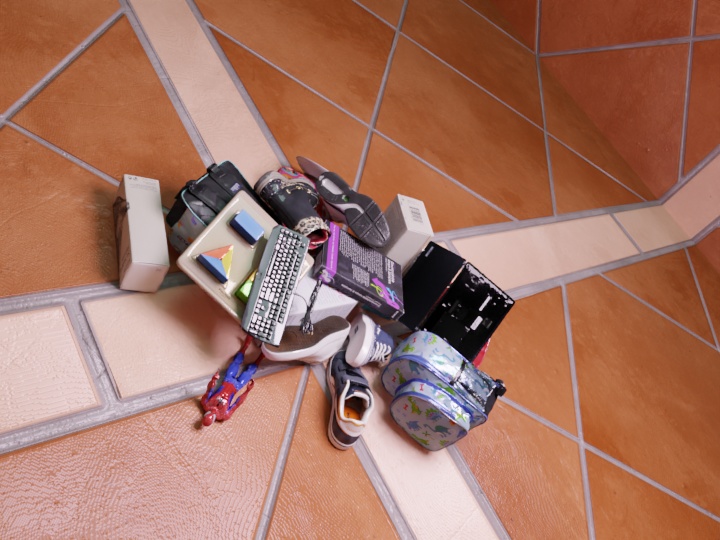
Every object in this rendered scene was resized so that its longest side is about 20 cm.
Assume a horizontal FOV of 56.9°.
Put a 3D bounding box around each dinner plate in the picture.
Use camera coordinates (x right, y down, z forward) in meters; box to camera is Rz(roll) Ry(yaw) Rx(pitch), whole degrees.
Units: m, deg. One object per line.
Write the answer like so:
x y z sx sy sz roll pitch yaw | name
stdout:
-0.070 -0.196 1.524 0.198 0.025 0.200 34 -2 1 | dinner plate

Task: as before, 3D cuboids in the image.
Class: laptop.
0.174 0.070 1.341 0.199 0.179 0.103 38 -4 -3 | laptop

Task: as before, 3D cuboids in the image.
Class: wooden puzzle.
-0.186 -0.020 1.136 0.185 0.046 0.201 43 53 -11 | wooden puzzle

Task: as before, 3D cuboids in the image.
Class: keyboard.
-0.119 0.033 1.124 0.125 0.020 0.204 25 65 -22 | keyboard

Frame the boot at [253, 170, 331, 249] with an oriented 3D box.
-0.108 -0.107 1.284 0.154 0.074 0.203 50 15 18 | boot

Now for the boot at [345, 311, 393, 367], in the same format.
0.026 0.146 1.285 0.090 0.073 0.201 36 16 -10 | boot

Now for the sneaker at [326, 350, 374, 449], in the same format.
-0.015 0.220 1.219 0.077 0.080 0.203 19 42 -22 | sneaker

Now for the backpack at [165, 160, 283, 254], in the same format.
-0.246 -0.074 1.243 0.199 0.154 0.176 40 39 -2 | backpack

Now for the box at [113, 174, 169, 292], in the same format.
-0.391 -0.067 1.179 0.067 0.083 0.203 8 48 -34 | box

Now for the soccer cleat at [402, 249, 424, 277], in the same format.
0.126 -0.007 1.469 0.068 0.198 0.087 -28 111 -26 | soccer cleat

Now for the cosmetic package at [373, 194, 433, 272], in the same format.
0.068 -0.055 1.446 0.072 0.201 0.105 11 47 -29 | cosmetic package

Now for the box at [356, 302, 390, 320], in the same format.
0.000 0.030 1.405 0.196 0.083 0.050 24 41 -19 | box

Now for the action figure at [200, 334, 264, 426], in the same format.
-0.201 0.170 1.102 0.065 0.099 0.201 34 42 -5 | action figure

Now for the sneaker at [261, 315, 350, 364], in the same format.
-0.100 0.146 1.207 0.197 0.086 0.073 -10 40 -45 | sneaker

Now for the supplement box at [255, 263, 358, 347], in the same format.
-0.117 0.060 1.265 0.197 0.104 0.102 -9 58 -42 | supplement box

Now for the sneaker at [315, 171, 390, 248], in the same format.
-0.009 -0.116 1.392 0.076 0.116 0.201 -43 76 -6 | sneaker

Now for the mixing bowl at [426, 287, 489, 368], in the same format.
0.208 0.113 1.441 0.106 0.205 0.200 9 28 29 | mixing bowl

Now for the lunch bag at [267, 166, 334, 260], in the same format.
-0.127 -0.116 1.446 0.174 0.082 0.203 27 39 -23 | lunch bag

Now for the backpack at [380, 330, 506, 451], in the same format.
0.135 0.226 1.250 0.199 0.183 0.147 42 51 0 | backpack

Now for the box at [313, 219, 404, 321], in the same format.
0.000 0.000 1.319 0.197 0.036 0.145 29 35 -21 | box
